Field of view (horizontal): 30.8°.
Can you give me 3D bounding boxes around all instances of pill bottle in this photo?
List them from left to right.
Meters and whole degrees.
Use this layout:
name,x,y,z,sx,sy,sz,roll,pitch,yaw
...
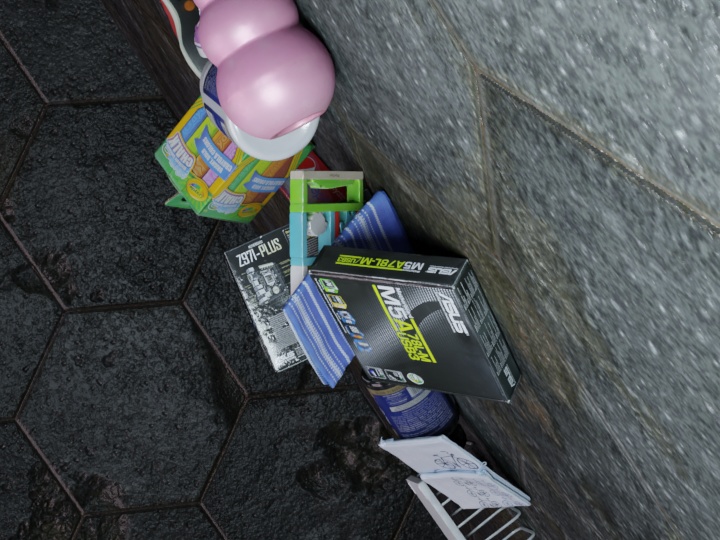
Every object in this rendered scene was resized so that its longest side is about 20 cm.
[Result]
name,x,y,z,sx,sy,sz,roll,pitch,yaw
pill bottle,-0.130,-0.210,1.594,0.116,0.115,0.200,58,173,-26
pill bottle,0.091,0.214,2.092,0.201,0.111,0.112,59,172,-27

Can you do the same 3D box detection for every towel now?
name,x,y,z,sx,sy,sz,roll,pitch,yaw
towel,-0.004,0.021,1.530,0.024,0.200,0.145,16,146,38

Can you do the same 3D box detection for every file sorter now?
name,x,y,z,sx,sy,sz,roll,pitch,yaw
file sorter,0.194,0.412,2.267,0.201,0.124,0.139,55,172,1

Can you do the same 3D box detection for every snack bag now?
name,x,y,z,sx,sy,sz,roll,pitch,yaw
snack bag,0.145,0.319,2.060,0.200,0.022,0.188,38,154,-21

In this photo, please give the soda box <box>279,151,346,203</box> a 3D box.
name,x,y,z,sx,sy,sz,roll,pitch,yaw
soda box,-0.060,-0.105,1.831,0.200,0.063,0.070,51,170,37

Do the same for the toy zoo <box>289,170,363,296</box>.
name,x,y,z,sx,sy,sz,roll,pitch,yaw
toy zoo,-0.038,-0.016,1.542,0.131,0.020,0.202,-7,-83,-57

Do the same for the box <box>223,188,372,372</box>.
name,x,y,z,sx,sy,sz,roll,pitch,yaw
box,-0.052,0.013,1.646,0.086,0.199,0.165,171,74,-84

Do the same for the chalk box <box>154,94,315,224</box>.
name,x,y,z,sx,sy,sz,roll,pitch,yaw
chalk box,-0.187,-0.149,1.796,0.124,0.200,0.124,51,-157,24

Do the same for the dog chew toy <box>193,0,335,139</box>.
name,x,y,z,sx,sy,sz,roll,pitch,yaw
dog chew toy,-0.109,-0.238,1.336,0.201,0.124,0.125,63,173,0

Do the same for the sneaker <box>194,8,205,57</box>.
name,x,y,z,sx,sy,sz,roll,pitch,yaw
sneaker,-0.169,-0.321,1.570,0.115,0.072,0.200,61,161,-17

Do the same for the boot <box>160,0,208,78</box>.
name,x,y,z,sx,sy,sz,roll,pitch,yaw
boot,-0.239,-0.349,1.903,0.201,0.072,0.144,63,174,4

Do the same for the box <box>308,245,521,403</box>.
name,x,y,z,sx,sy,sz,roll,pitch,yaw
box,0.062,0.060,1.457,0.192,0.048,0.201,9,142,35
